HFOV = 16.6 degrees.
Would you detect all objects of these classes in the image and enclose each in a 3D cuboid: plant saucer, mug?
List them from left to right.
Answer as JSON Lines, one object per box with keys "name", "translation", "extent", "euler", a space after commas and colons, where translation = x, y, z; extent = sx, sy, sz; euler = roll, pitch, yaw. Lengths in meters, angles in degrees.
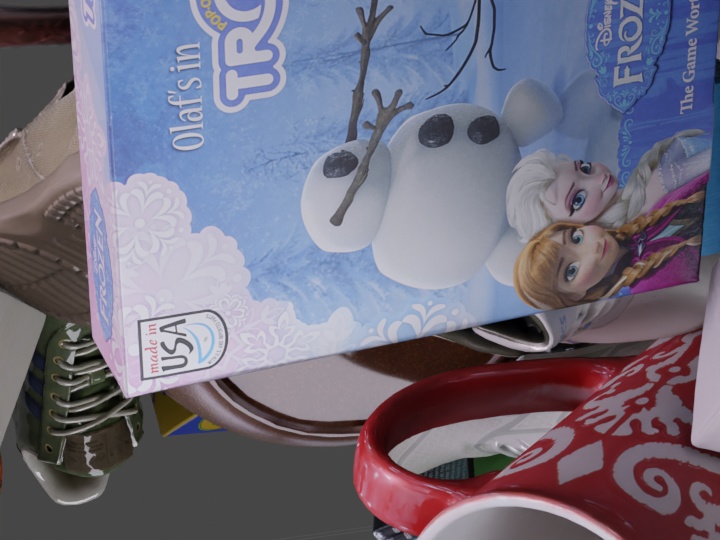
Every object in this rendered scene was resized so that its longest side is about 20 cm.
{"name": "plant saucer", "translation": [0.000, 0.000, 1.008], "extent": [0.199, 0.032, 0.201], "euler": [-9, 127, -12]}
{"name": "mug", "translation": [0.110, 0.084, 0.990], "extent": [0.133, 0.178, 0.200], "euler": [-41, 178, 43]}

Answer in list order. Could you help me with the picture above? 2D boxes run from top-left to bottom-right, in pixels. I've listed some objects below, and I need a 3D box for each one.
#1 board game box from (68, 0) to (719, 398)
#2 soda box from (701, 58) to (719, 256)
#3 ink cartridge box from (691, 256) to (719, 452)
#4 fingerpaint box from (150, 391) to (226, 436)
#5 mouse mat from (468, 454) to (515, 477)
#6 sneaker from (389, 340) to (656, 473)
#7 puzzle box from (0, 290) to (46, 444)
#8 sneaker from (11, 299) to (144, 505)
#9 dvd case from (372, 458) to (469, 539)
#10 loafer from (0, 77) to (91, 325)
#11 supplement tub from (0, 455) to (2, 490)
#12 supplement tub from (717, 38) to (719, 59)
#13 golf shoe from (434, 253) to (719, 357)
{"name": "board game box", "translation": [0.013, -0.073, 0.742], "extent": [0.198, 0.043, 0.201], "euler": [-11, 121, -17]}
{"name": "soda box", "translation": [0.041, -0.030, 0.862], "extent": [0.199, 0.068, 0.064], "euler": [-12, -155, -28]}
{"name": "ink cartridge box", "translation": [0.214, 0.008, 0.865], "extent": [0.145, 0.085, 0.200], "euler": [13, 154, -3]}
{"name": "fingerpaint box", "translation": [0.016, 0.009, 1.166], "extent": [0.166, 0.074, 0.200], "euler": [-1, 157, -41]}
{"name": "mouse mat", "translation": [0.118, 0.056, 1.204], "extent": [0.160, 0.201, 0.008], "euler": [-29, 129, 24]}
{"name": "sneaker", "translation": [0.095, 0.058, 1.135], "extent": [0.199, 0.082, 0.075], "euler": [-25, 164, 21]}
{"name": "puzzle box", "translation": [-0.196, 0.092, 0.989], "extent": [0.025, 0.201, 0.133], "euler": [16, 171, 22]}
{"name": "sneaker", "translation": [-0.122, 0.048, 1.132], "extent": [0.067, 0.090, 0.200], "euler": [-9, 162, -19]}
{"name": "dvd case", "translation": [0.094, 0.051, 1.273], "extent": [0.199, 0.147, 0.022], "euler": [-24, 130, 27]}
{"name": "loafer", "translation": [-0.100, -0.030, 0.933], "extent": [0.075, 0.069, 0.200], "euler": [32, 158, -22]}
{"name": "supplement tub", "translation": [-0.242, 0.079, 1.066], "extent": [0.122, 0.123, 0.200], "euler": [-20, 164, 15]}
{"name": "supplement tub", "translation": [0.244, -0.055, 1.044], "extent": [0.145, 0.146, 0.199], "euler": [-27, 160, 34]}
{"name": "golf shoe", "translation": [0.070, 0.009, 0.956], "extent": [0.199, 0.097, 0.079], "euler": [7, 122, -24]}
